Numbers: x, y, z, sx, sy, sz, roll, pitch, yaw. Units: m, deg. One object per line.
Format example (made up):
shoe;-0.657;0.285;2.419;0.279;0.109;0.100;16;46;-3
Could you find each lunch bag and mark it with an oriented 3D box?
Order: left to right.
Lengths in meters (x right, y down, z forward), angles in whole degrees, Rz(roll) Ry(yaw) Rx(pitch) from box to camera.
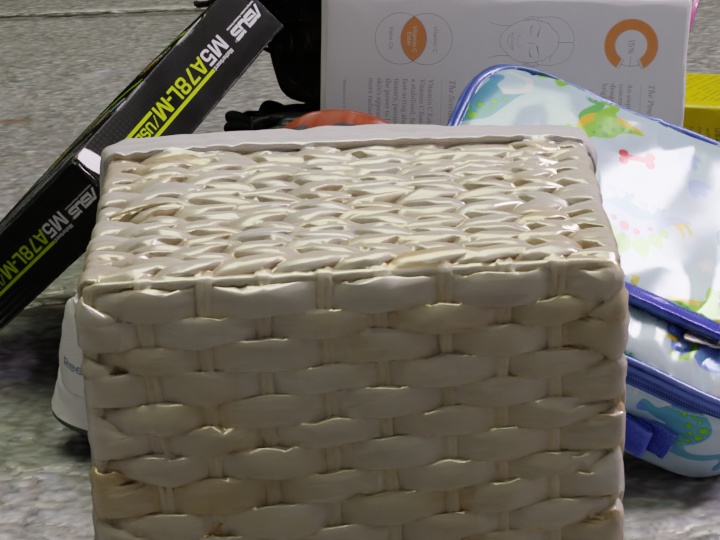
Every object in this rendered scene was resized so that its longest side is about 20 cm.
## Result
lunch bag;0.118;0.000;0.976;0.199;0.083;0.161;25;54;6

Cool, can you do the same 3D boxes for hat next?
hat;-0.006;-0.144;1.264;0.199;0.082;0.201;-5;1;0

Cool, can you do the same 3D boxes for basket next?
basket;0.001;0.061;0.754;0.199;0.199;0.161;-3;19;-2

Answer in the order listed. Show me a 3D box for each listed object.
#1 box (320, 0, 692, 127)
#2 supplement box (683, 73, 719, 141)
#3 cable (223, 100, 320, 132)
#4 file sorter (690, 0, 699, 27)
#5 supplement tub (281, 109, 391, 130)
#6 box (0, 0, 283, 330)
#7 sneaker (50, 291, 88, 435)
box;0.077;-0.102;1.141;0.199;0.125;0.098;2;18;0
supplement box;0.251;-0.064;1.320;0.199;0.110;0.109;6;17;31
cable;0.013;-0.084;1.285;0.199;0.051;0.163;-4;10;3
file sorter;0.182;-0.155;1.486;0.199;0.126;0.139;17;5;7
supplement tub;-0.030;0.014;1.021;0.106;0.107;0.200;3;39;20
box;-0.151;-0.056;1.172;0.200;0.048;0.193;-38;11;43
sneaker;-0.098;-0.003;1.061;0.074;0.087;0.200;14;43;11
